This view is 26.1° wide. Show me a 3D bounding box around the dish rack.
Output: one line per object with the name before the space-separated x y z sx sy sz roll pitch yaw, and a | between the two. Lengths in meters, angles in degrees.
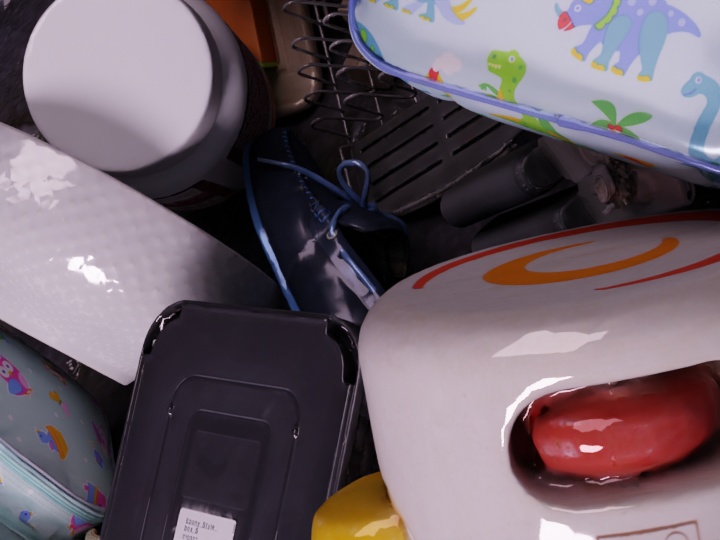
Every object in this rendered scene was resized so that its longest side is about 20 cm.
dish rack | 0.016 -0.136 0.834 0.153 0.054 0.202 -31 66 40

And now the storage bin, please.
storage bin | -0.037 0.124 0.669 0.134 0.093 0.203 4 78 42

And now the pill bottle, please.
pill bottle | -0.112 -0.094 0.850 0.114 0.114 0.200 -46 -3 2

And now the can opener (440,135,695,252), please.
can opener | 0.096 -0.041 0.695 0.066 0.053 0.200 -39 5 -22

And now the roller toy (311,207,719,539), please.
roller toy | 0.095 0.063 0.565 0.198 0.142 0.181 -18 10 -37

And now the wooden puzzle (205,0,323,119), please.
wooden puzzle | -0.118 -0.183 0.989 0.183 0.037 0.203 -10 89 35

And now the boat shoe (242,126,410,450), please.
boat shoe | 0.000 0.000 0.798 0.068 0.084 0.201 -34 59 14

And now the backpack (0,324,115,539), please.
backpack | -0.214 0.118 0.802 0.152 0.176 0.201 -33 38 14

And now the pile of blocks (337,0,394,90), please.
pile of blocks | 0.064 -0.179 0.880 0.199 0.062 0.082 -40 41 10

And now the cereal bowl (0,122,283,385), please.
cereal bowl | -0.143 0.002 0.811 0.199 0.199 0.084 20 79 47

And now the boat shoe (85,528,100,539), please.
boat shoe | -0.109 0.150 0.764 0.071 0.076 0.202 -8 56 34

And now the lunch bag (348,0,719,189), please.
lunch bag | 0.105 -0.122 0.563 0.198 0.082 0.163 20 96 27
